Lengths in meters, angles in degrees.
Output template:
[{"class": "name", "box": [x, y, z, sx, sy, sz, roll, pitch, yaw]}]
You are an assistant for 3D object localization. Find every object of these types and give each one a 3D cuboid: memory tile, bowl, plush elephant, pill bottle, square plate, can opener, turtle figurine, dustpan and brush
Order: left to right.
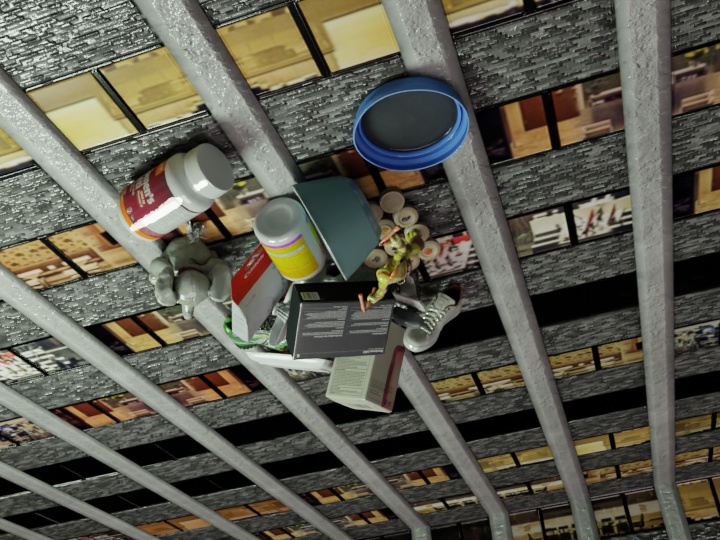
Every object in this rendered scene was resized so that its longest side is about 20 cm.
[{"class": "pill bottle", "box": [-0.324, -0.138, 1.464, 0.199, 0.110, 0.109, -26, 141, 28]}, {"class": "plush elephant", "box": [-0.338, 0.020, 1.656, 0.163, 0.156, 0.200, 4, 146, -14]}, {"class": "dustpan and brush", "box": [-0.164, 0.086, 1.799, 0.057, 0.140, 0.200, 24, -178, 5]}, {"class": "pill bottle", "box": [-0.130, -0.047, 1.635, 0.104, 0.105, 0.200, -12, 145, 10]}, {"class": "square plate", "box": [-0.156, 0.221, 2.001, 0.198, 0.029, 0.198, 4, 171, 12]}, {"class": "bowl", "box": [-0.033, -0.094, 1.528, 0.105, 0.201, 0.201, -30, 145, -3]}, {"class": "can opener", "box": [0.052, 0.061, 1.787, 0.199, 0.067, 0.053, 22, 155, 29]}, {"class": "memory tile", "box": [0.059, -0.065, 1.657, 0.153, 0.017, 0.200, -29, 127, 15]}, {"class": "turtle figurine", "box": [0.071, -0.017, 1.584, 0.064, 0.161, 0.201, 27, 122, 13]}, {"class": "bowl", "box": [0.085, -0.249, 1.422, 0.199, 0.040, 0.201, -4, 146, -3]}]

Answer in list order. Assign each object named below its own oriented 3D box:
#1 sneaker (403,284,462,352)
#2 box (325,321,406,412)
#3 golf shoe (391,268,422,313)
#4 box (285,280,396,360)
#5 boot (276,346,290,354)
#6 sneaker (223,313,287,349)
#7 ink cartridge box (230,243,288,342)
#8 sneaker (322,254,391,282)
[{"class": "sneaker", "box": [0.162, 0.097, 1.859, 0.073, 0.200, 0.085, 29, 139, 20]}, {"class": "box", "box": [0.017, 0.217, 1.942, 0.127, 0.201, 0.109, -2, 156, 42]}, {"class": "golf shoe", "box": [0.083, 0.054, 1.845, 0.094, 0.078, 0.201, -1, 145, -6]}, {"class": "box", "box": [-0.042, 0.100, 1.690, 0.199, 0.079, 0.142, -1, 120, -19]}, {"class": "boot", "box": [-0.134, 0.182, 1.998, 0.199, 0.076, 0.107, 4, 153, -29]}, {"class": "sneaker", "box": [-0.228, 0.133, 1.899, 0.199, 0.078, 0.085, -11, 144, 27]}, {"class": "ink cartridge box", "box": [-0.201, 0.031, 1.694, 0.057, 0.163, 0.200, 30, 147, 8]}, {"class": "sneaker", "box": [0.000, 0.000, 1.758, 0.199, 0.071, 0.080, -18, 142, 19]}]
